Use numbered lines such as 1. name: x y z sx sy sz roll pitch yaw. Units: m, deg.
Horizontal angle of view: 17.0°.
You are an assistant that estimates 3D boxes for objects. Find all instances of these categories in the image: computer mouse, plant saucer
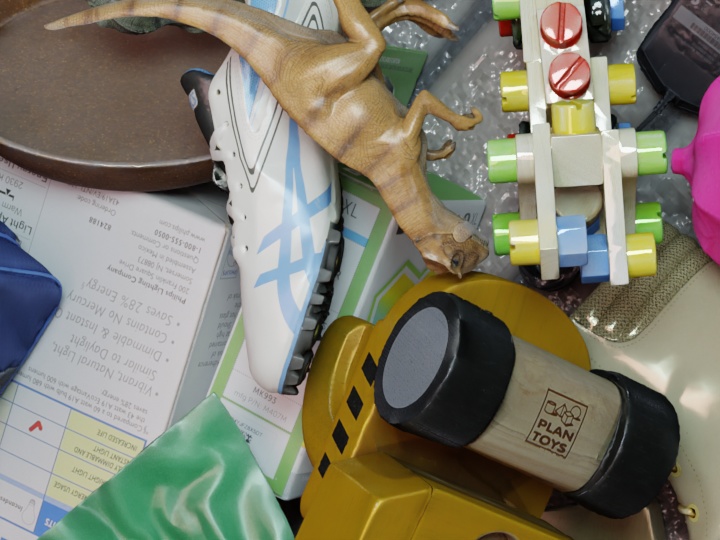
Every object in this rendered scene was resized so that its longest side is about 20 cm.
1. computer mouse: 0.135 -0.071 1.087 0.059 0.034 0.200 40 113 1
2. plant saucer: -0.106 -0.096 1.124 0.199 0.200 0.035 24 133 22

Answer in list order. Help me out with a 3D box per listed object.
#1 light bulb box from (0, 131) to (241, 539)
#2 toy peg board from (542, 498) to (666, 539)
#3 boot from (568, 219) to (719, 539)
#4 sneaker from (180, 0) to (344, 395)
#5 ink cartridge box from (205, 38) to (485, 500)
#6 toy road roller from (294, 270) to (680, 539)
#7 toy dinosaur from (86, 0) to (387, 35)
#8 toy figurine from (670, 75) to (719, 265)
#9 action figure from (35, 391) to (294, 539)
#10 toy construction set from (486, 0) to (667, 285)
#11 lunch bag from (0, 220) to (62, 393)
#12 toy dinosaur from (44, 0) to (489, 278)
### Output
1. light bulb box: -0.145 0.037 1.165 0.197 0.125 0.201 22 102 22
2. toy peg board: 0.046 0.218 1.096 0.198 0.098 0.202 -11 86 25
3. boot: 0.138 0.092 1.043 0.155 0.073 0.201 30 86 18
4. sneaker: -0.041 -0.047 1.023 0.072 0.072 0.202 0 84 0
5. ink cartridge box: 0.000 0.000 1.108 0.059 0.104 0.201 25 101 22
6. toy road roller: 0.028 0.099 1.003 0.146 0.122 0.201 23 89 63
7. toy dinosaur: -0.047 -0.145 1.132 0.088 0.198 0.048 -115 25 -43
8. toy figurine: 0.224 -0.032 0.995 0.184 0.199 0.151 41 146 38
9. action figure: -0.046 0.167 1.061 0.118 0.055 0.200 -38 91 10
10. toy construction set: 0.092 -0.087 1.005 0.091 0.131 0.202 10 82 7
11. lunch bag: -0.225 0.021 1.024 0.132 0.200 0.136 36 100 17
12. toy dinosaur: -0.016 -0.081 0.962 0.200 0.060 0.106 39 78 0
